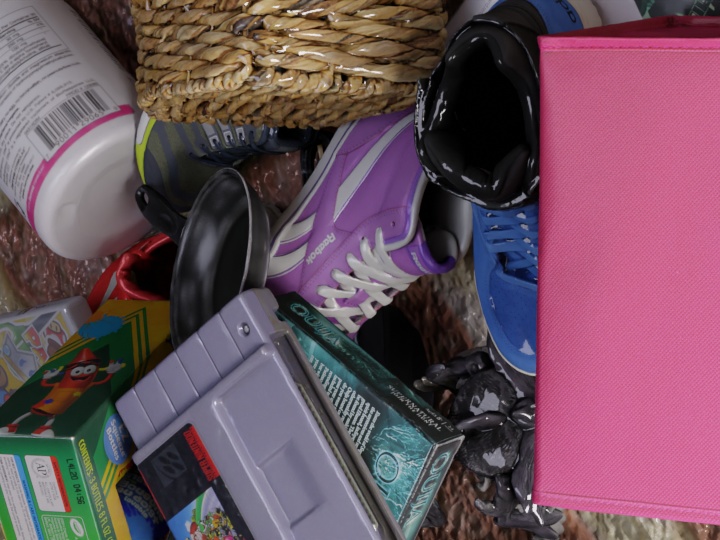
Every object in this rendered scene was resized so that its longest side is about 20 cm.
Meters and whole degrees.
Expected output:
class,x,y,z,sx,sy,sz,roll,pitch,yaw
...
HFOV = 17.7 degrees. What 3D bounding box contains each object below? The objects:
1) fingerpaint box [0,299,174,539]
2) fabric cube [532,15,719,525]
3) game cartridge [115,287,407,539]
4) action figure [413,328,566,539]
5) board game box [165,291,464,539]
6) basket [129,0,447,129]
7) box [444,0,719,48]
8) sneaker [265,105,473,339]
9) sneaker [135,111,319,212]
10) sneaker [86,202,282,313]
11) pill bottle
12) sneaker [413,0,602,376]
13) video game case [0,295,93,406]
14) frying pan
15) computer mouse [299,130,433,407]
class,x,y,z,sx,sy,sz,roll,pitch,yaw
fingerpaint box,-0.137,0.143,1.389,0.073,0.167,0.201,0,116,25
fabric cube,0.196,-0.007,1.002,0.195,0.200,0.201,2,99,25
game cartridge,-0.049,0.127,1.244,0.130,0.038,0.201,-39,74,33
action figure,0.061,0.097,1.268,0.199,0.102,0.120,-25,72,39
board game box,-0.033,0.132,1.271,0.135,0.028,0.201,39,121,27
basket,-0.047,-0.157,1.218,0.200,0.142,0.150,178,93,-70
box,0.149,-0.101,1.144,0.200,0.036,0.145,44,122,11
sneaker,0.000,0.000,1.291,0.114,0.072,0.201,43,111,54
sneaker,-0.071,-0.094,1.392,0.200,0.074,0.081,-51,53,40
sneaker,-0.127,0.003,1.462,0.200,0.085,0.077,-28,75,45
pill bottle,-0.209,-0.110,1.511,0.200,0.113,0.114,48,128,31
sneaker,0.070,-0.034,1.125,0.076,0.111,0.201,13,112,27
video game case,-0.204,0.121,1.563,0.181,0.023,0.201,-12,105,47
frying pan,-0.096,0.001,1.348,0.190,0.031,0.116,-7,73,65
computer mouse,-0.005,0.013,1.373,0.059,0.034,0.201,-30,74,46
